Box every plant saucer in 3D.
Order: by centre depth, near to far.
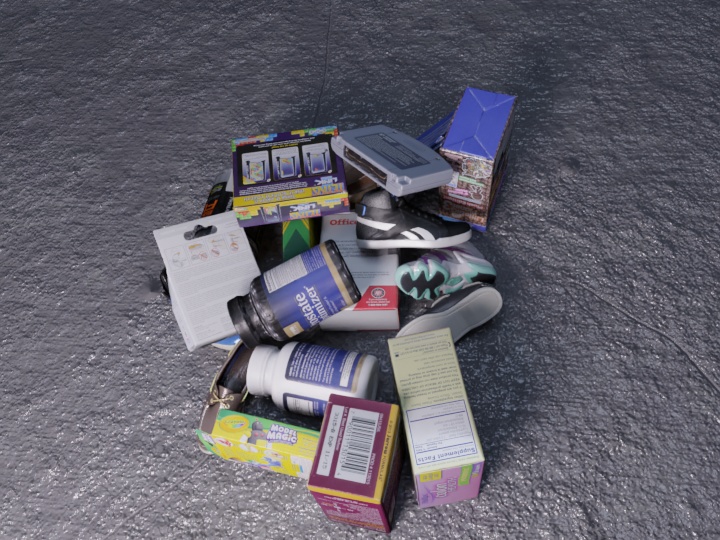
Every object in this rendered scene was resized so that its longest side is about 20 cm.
[{"bbox_3d":[0.002,-0.196,1.278,0.198,0.037,0.201,-26,25,13],"label":"plant saucer"}]

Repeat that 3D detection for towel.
[{"bbox_3d":[0.130,-0.250,1.276,0.024,0.144,0.200,50,36,-11],"label":"towel"}]

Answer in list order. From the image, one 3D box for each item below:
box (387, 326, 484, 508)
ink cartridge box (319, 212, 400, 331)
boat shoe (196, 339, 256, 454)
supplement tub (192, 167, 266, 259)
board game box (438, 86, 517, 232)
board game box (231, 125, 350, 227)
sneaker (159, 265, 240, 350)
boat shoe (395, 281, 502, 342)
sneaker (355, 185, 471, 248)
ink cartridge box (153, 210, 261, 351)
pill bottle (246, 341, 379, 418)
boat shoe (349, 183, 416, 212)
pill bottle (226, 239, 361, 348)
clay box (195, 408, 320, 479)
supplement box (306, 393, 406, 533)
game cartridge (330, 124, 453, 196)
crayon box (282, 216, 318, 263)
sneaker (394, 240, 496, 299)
[{"bbox_3d":[0.108,0.218,0.979,0.095,0.177,0.202,-10,56,0],"label":"box"},{"bbox_3d":[0.000,0.000,1.188,0.142,0.084,0.203,-1,59,7],"label":"ink cartridge box"},{"bbox_3d":[-0.216,0.200,1.097,0.071,0.060,0.202,20,66,17],"label":"boat shoe"},{"bbox_3d":[-0.240,-0.082,1.246,0.120,0.123,0.202,5,57,10],"label":"supplement tub"},{"bbox_3d":[0.212,-0.201,1.220,0.096,0.201,0.161,16,60,15],"label":"board game box"},{"bbox_3d":[-0.125,-0.168,1.177,0.197,0.057,0.167,-7,57,-2],"label":"board game box"},{"bbox_3d":[-0.275,0.058,1.168,0.199,0.112,0.077,34,67,25],"label":"sneaker"},{"bbox_3d":[0.144,0.081,1.132,0.199,0.074,0.060,-33,16,4],"label":"boat shoe"},{"bbox_3d":[0.087,-0.098,1.116,0.197,0.114,0.073,-3,15,3],"label":"sneaker"},{"bbox_3d":[-0.248,0.015,1.129,0.161,0.057,0.202,-19,79,-35],"label":"ink cartridge box"},{"bbox_3d":[-0.076,0.175,1.068,0.197,0.112,0.112,9,59,13],"label":"pill bottle"},{"bbox_3d":[0.041,-0.157,1.291,0.199,0.070,0.071,-33,59,-13],"label":"boat shoe"},{"bbox_3d":[-0.107,0.042,1.066,0.198,0.112,0.113,-28,58,0],"label":"pill bottle"},{"bbox_3d":[-0.142,0.263,1.007,0.197,0.115,0.048,13,58,7],"label":"clay box"},{"bbox_3d":[0.001,0.276,0.941,0.102,0.201,0.132,7,58,12],"label":"supplement box"},{"bbox_3d":[0.057,-0.190,1.129,0.132,0.042,0.200,-13,39,-35],"label":"game cartridge"},{"bbox_3d":[-0.107,-0.059,1.215,0.050,0.128,0.202,-6,56,3],"label":"crayon box"},{"bbox_3d":[0.130,-0.022,1.176,0.197,0.078,0.141,3,42,-28],"label":"sneaker"}]
